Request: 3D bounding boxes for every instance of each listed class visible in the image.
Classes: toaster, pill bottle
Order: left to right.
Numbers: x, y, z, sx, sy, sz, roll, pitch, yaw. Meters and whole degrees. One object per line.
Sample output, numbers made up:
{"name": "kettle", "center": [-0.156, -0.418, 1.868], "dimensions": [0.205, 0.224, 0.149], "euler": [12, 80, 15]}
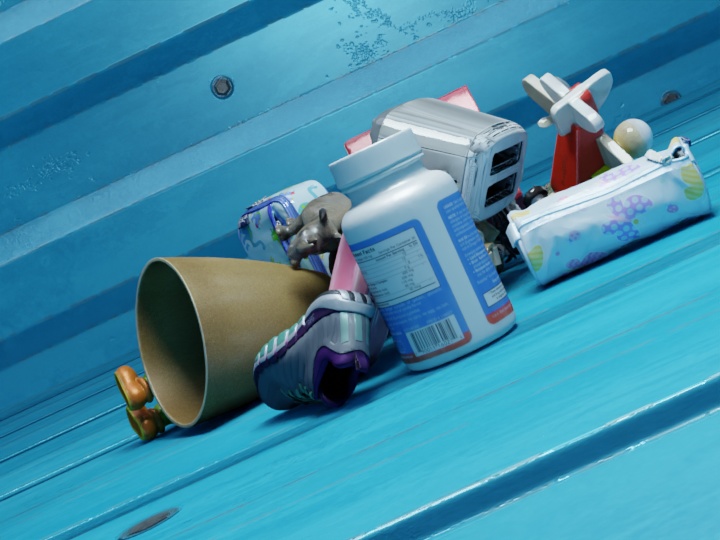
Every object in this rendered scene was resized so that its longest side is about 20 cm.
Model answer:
{"name": "pill bottle", "center": [0.051, -0.021, 1.305], "dimensions": [0.112, 0.200, 0.112], "euler": [-24, 4, 2]}
{"name": "toaster", "center": [0.096, -0.118, 1.570], "dimensions": [0.129, 0.114, 0.200], "euler": [17, 18, 21]}

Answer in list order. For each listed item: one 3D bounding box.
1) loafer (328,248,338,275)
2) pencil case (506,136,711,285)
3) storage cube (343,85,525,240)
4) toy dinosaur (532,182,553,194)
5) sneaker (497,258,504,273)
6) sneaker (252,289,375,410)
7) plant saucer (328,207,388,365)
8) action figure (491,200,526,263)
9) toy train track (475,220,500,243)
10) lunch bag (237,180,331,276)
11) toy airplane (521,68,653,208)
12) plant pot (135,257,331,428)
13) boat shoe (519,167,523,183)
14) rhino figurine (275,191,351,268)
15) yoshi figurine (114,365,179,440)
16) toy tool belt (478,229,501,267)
{"name": "loafer", "center": [0.000, 0.000, 1.673], "dimensions": [0.071, 0.073, 0.200], "euler": [-22, 14, 13]}
{"name": "pencil case", "center": [0.246, -0.058, 1.443], "dimensions": [0.200, 0.083, 0.091], "euler": [-25, -18, 12]}
{"name": "storage cube", "center": [0.104, -0.104, 1.925], "dimensions": [0.180, 0.200, 0.171], "euler": [-25, -20, 2]}
{"name": "toy dinosaur", "center": [0.254, -0.092, 2.128], "dimensions": [0.200, 0.047, 0.088], "euler": [-30, -8, -48]}
{"name": "sneaker", "center": [0.088, 0.017, 1.708], "dimensions": [0.200, 0.070, 0.076], "euler": [-14, 38, 55]}
{"name": "sneaker", "center": [-0.047, 0.099, 1.338], "dimensions": [0.074, 0.088, 0.200], "euler": [9, -34, -21]}
{"name": "plant saucer", "center": [0.004, 0.017, 1.461], "dimensions": [0.051, 0.201, 0.201], "euler": [13, 0, -7]}
{"name": "action figure", "center": [0.149, -0.047, 1.762], "dimensions": [0.119, 0.102, 0.200], "euler": [-10, -3, -27]}
{"name": "toy train track", "center": [0.088, -0.030, 1.653], "dimensions": [0.200, 0.033, 0.115], "euler": [-56, 39, 8]}
{"name": "lunch bag", "center": [-0.066, -0.008, 1.829], "dimensions": [0.082, 0.200, 0.161], "euler": [-28, 6, -30]}
{"name": "toy airplane", "center": [0.261, -0.141, 1.604], "dimensions": [0.141, 0.200, 0.199], "euler": [-22, 2, -21]}
{"name": "plant pot", "center": [-0.122, 0.063, 1.620], "dimensions": [0.200, 0.187, 0.186], "euler": [-10, -3, -29]}
{"name": "boat shoe", "center": [0.128, -0.127, 1.730], "dimensions": [0.062, 0.075, 0.200], "euler": [-5, 9, -21]}
{"name": "rhino figurine", "center": [-0.047, -0.046, 1.621], "dimensions": [0.087, 0.060, 0.200], "euler": [-29, 7, 8]}
{"name": "yoshi figurine", "center": [-0.189, 0.113, 1.723], "dimensions": [0.200, 0.112, 0.112], "euler": [-23, -3, -16]}
{"name": "toy tool belt", "center": [0.083, 0.010, 1.532], "dimensions": [0.125, 0.123, 0.200], "euler": [7, 11, -3]}
